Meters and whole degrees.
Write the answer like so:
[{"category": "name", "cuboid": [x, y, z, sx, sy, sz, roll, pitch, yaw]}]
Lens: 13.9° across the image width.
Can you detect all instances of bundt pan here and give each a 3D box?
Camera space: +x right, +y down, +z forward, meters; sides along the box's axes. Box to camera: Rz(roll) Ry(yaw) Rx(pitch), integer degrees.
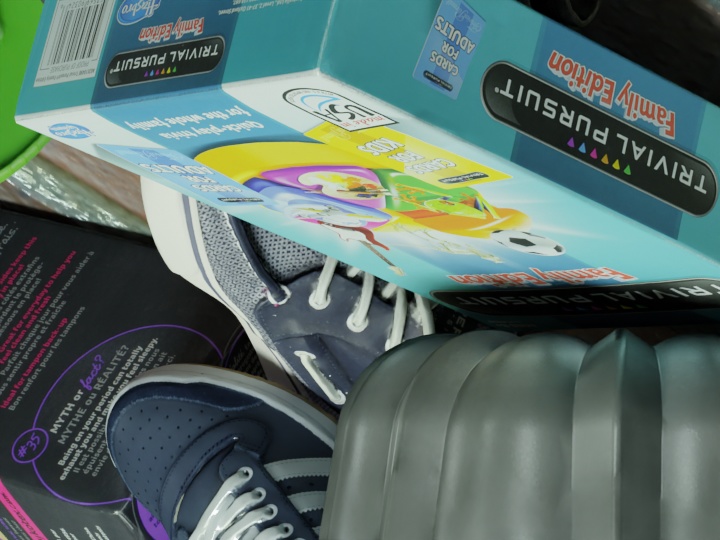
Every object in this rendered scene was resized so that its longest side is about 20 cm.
[{"category": "bundt pan", "cuboid": [0.084, 0.057, 0.917, 0.201, 0.076, 0.202, 1, 178, 0]}]

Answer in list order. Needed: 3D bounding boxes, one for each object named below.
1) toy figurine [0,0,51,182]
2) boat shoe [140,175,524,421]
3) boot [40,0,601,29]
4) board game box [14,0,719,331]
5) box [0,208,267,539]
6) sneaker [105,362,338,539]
[{"category": "toy figurine", "cuboid": [-0.193, -0.100, 1.027, 0.200, 0.150, 0.184, 59, 162, -1]}, {"category": "boat shoe", "cuboid": [0.000, 0.000, 1.023, 0.093, 0.075, 0.200, 12, 155, 28]}, {"category": "boot", "cuboid": [-0.012, -0.103, 0.847, 0.174, 0.069, 0.200, 25, 154, 16]}, {"category": "board game box", "cuboid": [0.023, -0.035, 0.864, 0.200, 0.047, 0.151, 24, 164, -34]}, {"category": "box", "cuboid": [-0.115, 0.060, 1.191, 0.200, 0.122, 0.106, 14, 148, 38]}, {"category": "sneaker", "cuboid": [-0.026, 0.107, 1.003, 0.200, 0.108, 0.070, 36, 118, 17]}]
